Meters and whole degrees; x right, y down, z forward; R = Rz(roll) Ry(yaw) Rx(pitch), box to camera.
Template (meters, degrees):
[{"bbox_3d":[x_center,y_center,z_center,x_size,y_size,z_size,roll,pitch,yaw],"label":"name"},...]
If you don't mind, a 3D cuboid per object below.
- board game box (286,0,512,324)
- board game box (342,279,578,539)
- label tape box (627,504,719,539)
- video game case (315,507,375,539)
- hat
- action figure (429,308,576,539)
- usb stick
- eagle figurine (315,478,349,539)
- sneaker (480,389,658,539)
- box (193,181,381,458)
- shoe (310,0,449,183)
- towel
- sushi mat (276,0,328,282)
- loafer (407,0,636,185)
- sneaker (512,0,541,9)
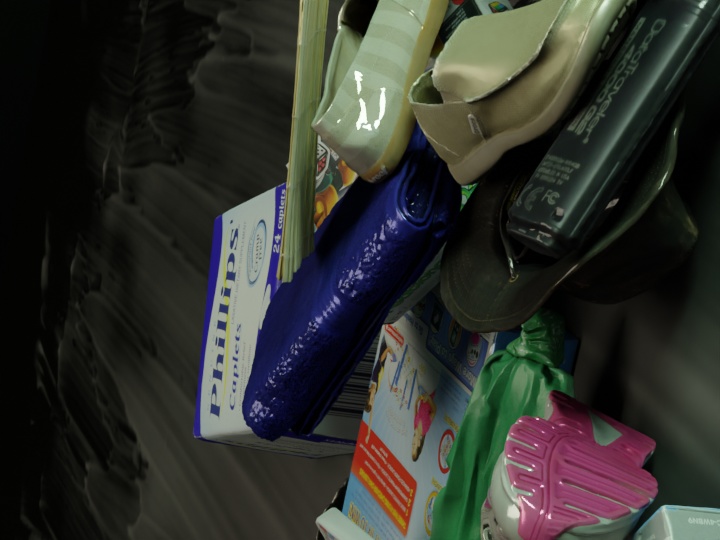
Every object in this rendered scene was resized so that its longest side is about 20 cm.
[{"bbox_3d":[0.043,-0.071,1.399,0.200,0.035,0.127,-44,63,38],"label":"board game box"},{"bbox_3d":[0.058,0.106,1.439,0.200,0.056,0.196,-136,56,-67],"label":"board game box"},{"bbox_3d":[0.155,0.235,1.090,0.143,0.066,0.201,124,150,-52],"label":"label tape box"},{"bbox_3d":[0.048,0.227,1.310,0.143,0.018,0.200,62,165,-23],"label":"video game case"},{"bbox_3d":[0.132,-0.029,1.219,0.201,0.081,0.201,-46,22,25],"label":"hat"},{"bbox_3d":[0.091,0.118,1.296,0.118,0.055,0.201,22,110,38],"label":"action figure"},{"bbox_3d":[0.143,-0.095,1.138,0.200,0.033,0.055,-56,31,-5],"label":"usb stick"},{"bbox_3d":[-0.036,0.269,1.592,0.200,0.151,0.152,-43,78,18],"label":"eagle figurine"},{"bbox_3d":[0.104,0.126,1.160,0.088,0.081,0.200,-65,-11,10],"label":"sneaker"},{"bbox_3d":[-0.046,0.043,1.697,0.200,0.105,0.185,159,118,-70],"label":"box"},{"bbox_3d":[0.013,-0.142,1.331,0.070,0.053,0.200,-48,23,48],"label":"shoe"},{"bbox_3d":[0.000,0.000,1.352,0.200,0.049,0.148,-54,14,34],"label":"towel"},{"bbox_3d":[-0.031,-0.098,1.313,0.096,0.012,0.201,-62,-23,-73],"label":"sushi mat"},{"bbox_3d":[0.078,-0.107,1.193,0.076,0.068,0.200,-56,6,-30],"label":"loafer"},{"bbox_3d":[0.081,-0.118,1.424,0.200,0.082,0.075,124,149,-52],"label":"sneaker"}]
